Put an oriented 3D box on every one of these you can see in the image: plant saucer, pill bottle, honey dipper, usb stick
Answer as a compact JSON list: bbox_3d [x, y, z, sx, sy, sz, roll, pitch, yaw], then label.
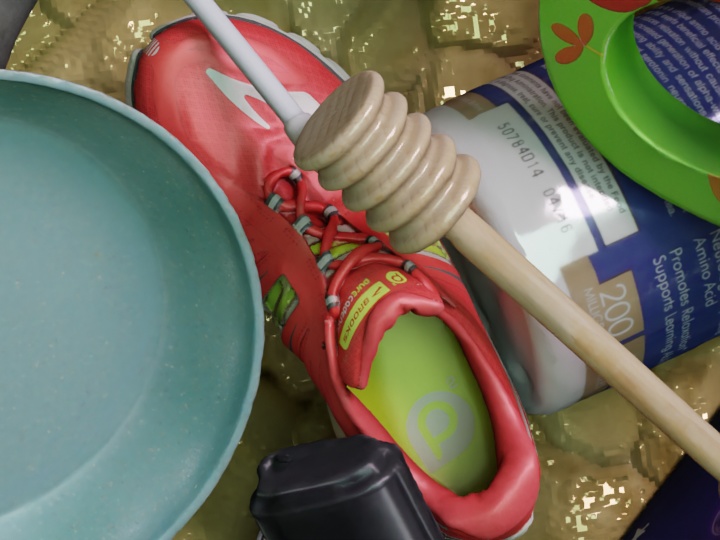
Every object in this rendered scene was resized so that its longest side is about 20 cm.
[{"bbox_3d":[-0.130,0.024,0.837,0.200,0.036,0.200,-9,120,-16],"label":"plant saucer"},{"bbox_3d":[0.123,-0.039,0.926,0.200,0.111,0.111,-25,97,-13],"label":"pill bottle"},{"bbox_3d":[0.062,0.014,0.842,0.200,0.038,0.038,41,81,-21],"label":"honey dipper"},{"bbox_3d":[0.026,0.137,0.876,0.055,0.033,0.200,-15,118,24],"label":"usb stick"}]

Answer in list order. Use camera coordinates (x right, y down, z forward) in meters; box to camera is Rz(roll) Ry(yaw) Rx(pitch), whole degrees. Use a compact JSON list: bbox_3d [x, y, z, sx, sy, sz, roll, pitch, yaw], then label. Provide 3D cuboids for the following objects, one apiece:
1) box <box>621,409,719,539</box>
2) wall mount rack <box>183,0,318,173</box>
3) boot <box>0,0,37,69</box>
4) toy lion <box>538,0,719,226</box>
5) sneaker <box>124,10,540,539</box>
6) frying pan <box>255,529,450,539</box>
[{"bbox_3d":[0.161,0.113,0.921,0.104,0.148,0.200,39,81,-11],"label":"box"},{"bbox_3d":[-0.017,-0.139,0.840,0.200,0.075,0.174,-37,117,-14],"label":"wall mount rack"},{"bbox_3d":[-0.047,-0.123,0.901,0.200,0.073,0.182,9,90,-15],"label":"boot"},{"bbox_3d":[0.105,-0.106,0.793,0.192,0.200,0.069,24,42,12],"label":"toy lion"},{"bbox_3d":[0.000,0.000,0.863,0.077,0.085,0.200,-36,96,-5],"label":"sneaker"},{"bbox_3d":[0.008,0.151,0.916,0.115,0.031,0.190,17,72,-35],"label":"frying pan"}]
